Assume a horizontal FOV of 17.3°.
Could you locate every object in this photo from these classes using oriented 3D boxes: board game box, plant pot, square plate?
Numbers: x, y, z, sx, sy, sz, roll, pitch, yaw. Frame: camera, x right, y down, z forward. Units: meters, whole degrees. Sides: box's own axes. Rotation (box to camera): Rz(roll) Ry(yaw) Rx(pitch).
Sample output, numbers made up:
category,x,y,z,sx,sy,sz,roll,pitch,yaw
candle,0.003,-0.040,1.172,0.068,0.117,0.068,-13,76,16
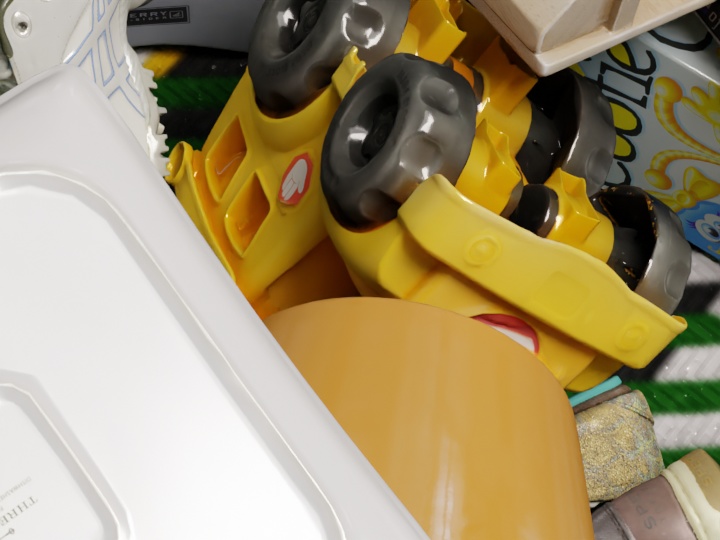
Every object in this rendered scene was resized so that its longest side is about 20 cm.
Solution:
category,x,y,z,sx,sy,sz,roll,pitch,yaw
board game box,0.160,-0.078,0.979,0.199,0.105,0.103,32,60,6
plant pot,-0.002,0.118,0.737,0.198,0.201,0.184,13,51,-5
square plate,-0.097,0.066,0.593,0.199,0.028,0.199,-33,79,-21

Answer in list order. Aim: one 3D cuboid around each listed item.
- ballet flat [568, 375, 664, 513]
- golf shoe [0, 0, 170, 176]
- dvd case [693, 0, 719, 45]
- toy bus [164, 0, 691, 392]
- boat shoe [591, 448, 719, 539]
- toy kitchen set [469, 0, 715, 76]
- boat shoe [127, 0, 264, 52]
category,x,y,z,sx,sy,sz,roll,pitch,yaw
ballet flat,0.028,0.099,0.883,0.199,0.071,0.071,-18,67,-20
golf shoe,-0.122,-0.077,0.884,0.097,0.078,0.202,-1,100,-47
dvd case,0.195,-0.125,0.937,0.150,0.025,0.201,-25,69,-27
toy bus,0.000,0.000,0.858,0.135,0.192,0.200,30,20,-32
boat shoe,0.123,0.160,0.829,0.066,0.072,0.202,-18,111,0
toy kitchen set,0.115,-0.184,0.826,0.162,0.181,0.200,-26,61,-27
boat shoe,-0.071,-0.131,0.983,0.198,0.070,0.067,-5,65,-6
